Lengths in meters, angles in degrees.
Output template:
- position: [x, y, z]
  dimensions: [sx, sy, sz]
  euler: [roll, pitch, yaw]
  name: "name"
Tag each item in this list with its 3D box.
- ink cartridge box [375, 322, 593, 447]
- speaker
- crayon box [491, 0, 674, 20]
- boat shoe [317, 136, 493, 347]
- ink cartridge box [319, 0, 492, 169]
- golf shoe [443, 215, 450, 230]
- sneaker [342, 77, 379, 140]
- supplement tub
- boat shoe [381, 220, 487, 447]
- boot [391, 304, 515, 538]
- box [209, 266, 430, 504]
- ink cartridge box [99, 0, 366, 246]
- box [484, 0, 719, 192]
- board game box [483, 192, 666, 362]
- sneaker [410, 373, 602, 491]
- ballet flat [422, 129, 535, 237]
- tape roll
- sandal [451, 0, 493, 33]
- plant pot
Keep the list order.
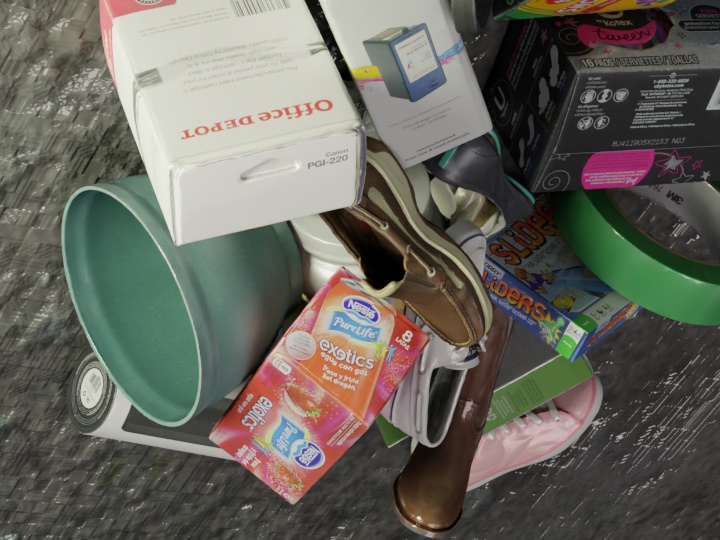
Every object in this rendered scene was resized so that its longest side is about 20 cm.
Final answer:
- position: [0.105, 0.094, 1.910]
  dimensions: [0.199, 0.104, 0.059]
  euler: [-29, 140, 5]
  name: "ink cartridge box"
- position: [-0.157, 0.121, 1.821]
  dimensions: [0.199, 0.081, 0.081]
  euler: [15, 126, -39]
  name: "speaker"
- position: [0.212, -0.238, 1.579]
  dimensions: [0.199, 0.051, 0.127]
  euler: [-9, 175, -28]
  name: "crayon box"
- position: [0.026, -0.005, 1.549]
  dimensions: [0.074, 0.075, 0.203]
  euler: [-9, 129, 45]
  name: "boat shoe"
- position: [0.016, -0.196, 1.505]
  dimensions: [0.087, 0.146, 0.200]
  euler: [-23, 142, 0]
  name: "ink cartridge box"
- position: [0.092, -0.018, 1.817]
  dimensions: [0.092, 0.072, 0.201]
  euler: [-34, 149, -32]
  name: "golf shoe"
- position: [0.000, -0.130, 1.631]
  dimensions: [0.199, 0.088, 0.076]
  euler: [-34, 168, -26]
  name: "sneaker"
- position: [0.000, 0.000, 1.716]
  dimensions: [0.144, 0.146, 0.201]
  euler: [-16, 140, -11]
  name: "supplement tub"
- position: [0.073, 0.054, 1.663]
  dimensions: [0.073, 0.065, 0.201]
  euler: [-22, 138, -41]
  name: "boat shoe"
- position: [0.089, 0.105, 1.745]
  dimensions: [0.064, 0.187, 0.201]
  euler: [18, 119, -1]
  name: "boot"
- position: [-0.035, 0.095, 1.636]
  dimensions: [0.100, 0.095, 0.200]
  euler: [-53, -179, -31]
  name: "box"
- position: [-0.094, -0.127, 1.479]
  dimensions: [0.145, 0.201, 0.085]
  euler: [-13, 139, -14]
  name: "ink cartridge box"
- position: [0.222, -0.155, 1.688]
  dimensions: [0.199, 0.115, 0.133]
  euler: [-5, 136, -25]
  name: "box"
- position: [0.178, -0.006, 1.745]
  dimensions: [0.200, 0.135, 0.035]
  euler: [-31, 152, -53]
  name: "board game box"
- position: [0.138, 0.148, 2.010]
  dimensions: [0.199, 0.076, 0.105]
  euler: [-31, 146, 13]
  name: "sneaker"
- position: [0.090, -0.067, 1.652]
  dimensions: [0.073, 0.073, 0.200]
  euler: [-29, 159, 5]
  name: "ballet flat"
- position: [0.261, -0.040, 1.767]
  dimensions: [0.199, 0.201, 0.048]
  euler: [5, 132, -32]
  name: "tape roll"
- position: [0.081, -0.244, 1.478]
  dimensions: [0.048, 0.201, 0.076]
  euler: [3, 127, 15]
  name: "sandal"
- position: [-0.130, 0.006, 1.633]
  dimensions: [0.134, 0.200, 0.201]
  euler: [-24, 145, -30]
  name: "plant pot"
